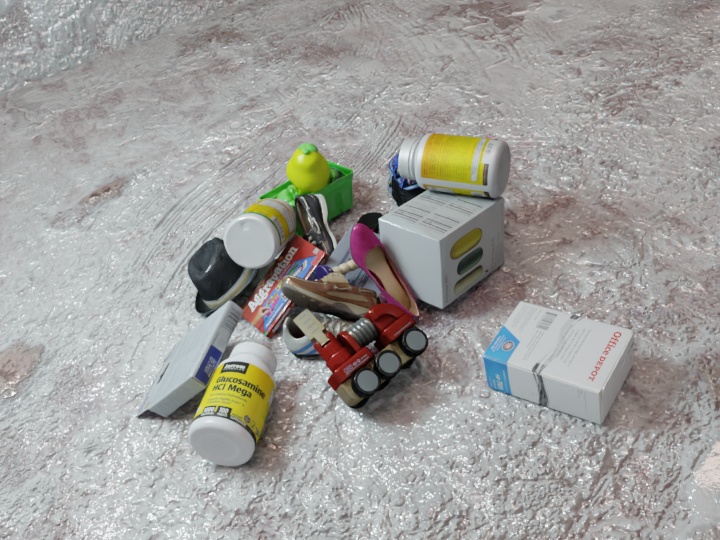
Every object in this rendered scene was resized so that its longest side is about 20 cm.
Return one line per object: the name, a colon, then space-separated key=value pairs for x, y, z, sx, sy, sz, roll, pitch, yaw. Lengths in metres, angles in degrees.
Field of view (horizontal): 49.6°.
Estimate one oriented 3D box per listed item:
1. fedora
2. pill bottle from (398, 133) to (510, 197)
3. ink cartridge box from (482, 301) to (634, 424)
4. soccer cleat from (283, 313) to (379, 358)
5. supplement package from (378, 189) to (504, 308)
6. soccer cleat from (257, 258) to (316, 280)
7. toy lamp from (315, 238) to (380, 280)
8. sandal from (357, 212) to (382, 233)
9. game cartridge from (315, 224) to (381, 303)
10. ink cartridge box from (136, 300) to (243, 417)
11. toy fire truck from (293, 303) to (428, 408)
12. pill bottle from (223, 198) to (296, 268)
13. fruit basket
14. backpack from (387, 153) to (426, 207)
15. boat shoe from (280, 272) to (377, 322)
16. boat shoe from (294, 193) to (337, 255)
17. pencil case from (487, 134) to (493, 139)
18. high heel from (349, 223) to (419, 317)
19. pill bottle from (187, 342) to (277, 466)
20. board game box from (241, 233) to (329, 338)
fedora: x=-0.298 y=-0.006 z=1.626 sx=0.200 sy=0.092 sz=0.201 roll=-27 pitch=32 yaw=19
pill bottle: x=0.178 y=-0.203 z=1.488 sx=0.200 sy=0.109 sz=0.109 roll=10 pitch=44 yaw=24
ink cartridge box: x=0.323 y=0.145 z=1.268 sx=0.200 sy=0.086 sz=0.146 roll=17 pitch=48 yaw=33
soccer cleat: x=-0.049 y=0.117 z=1.432 sx=0.200 sy=0.086 sz=0.070 roll=-5 pitch=38 yaw=13
supplement package: x=0.160 y=-0.055 z=1.502 sx=0.151 sy=0.152 sz=0.200 roll=23 pitch=42 yaw=39
soccer cleat: x=-0.137 y=0.024 z=1.599 sx=0.200 sy=0.069 sz=0.078 roll=11 pitch=47 yaw=26
toy lamp: x=0.009 y=-0.019 z=1.524 sx=0.200 sy=0.058 sz=0.058 roll=-26 pitch=38 yaw=-29
sandal: x=0.000 y=-0.076 z=1.693 sx=0.075 sy=0.045 sz=0.200 roll=0 pitch=40 yaw=18
game cartridge: x=0.000 y=0.000 z=1.564 sx=0.133 sy=0.041 sz=0.200 roll=23 pitch=49 yaw=10
ink cartridge box: x=-0.315 y=0.173 z=1.449 sx=0.200 sy=0.043 sz=0.197 roll=-37 pitch=23 yaw=38
toy fire truck: x=-0.012 y=0.116 z=1.353 sx=0.176 sy=0.129 sz=0.200 roll=-37 pitch=79 yaw=-25
pill bottle: x=-0.197 y=-0.085 z=1.602 sx=0.113 sy=0.113 sz=0.200 roll=-5 pitch=18 yaw=13
fruit basket: x=-0.123 y=-0.201 z=1.759 sx=0.215 sy=0.216 sz=0.155 roll=-33 pitch=33 yaw=-22
backpack: x=0.146 y=-0.219 z=1.755 sx=0.182 sy=0.135 sz=0.200 roll=-19 pitch=35 yaw=-6
boat shoe: x=-0.054 y=0.041 z=1.432 sx=0.076 sy=0.200 sz=0.072 roll=-18 pitch=56 yaw=55
boat shoe: x=-0.094 y=-0.075 z=1.648 sx=0.060 sy=0.074 sz=0.200 roll=-2 pitch=66 yaw=-27
pencil case: x=0.248 y=-0.174 z=1.603 sx=0.087 sy=0.200 sz=0.087 roll=-9 pitch=33 yaw=6
high heel: x=0.050 y=0.000 z=1.443 sx=0.067 sy=0.200 sz=0.096 roll=-41 pitch=30 yaw=-20
pill bottle: x=-0.210 y=0.222 z=1.332 sx=0.112 sy=0.113 sz=0.200 roll=-3 pitch=39 yaw=16
board game box: x=-0.154 y=0.029 z=1.557 sx=0.103 sy=0.019 sz=0.200 roll=32 pitch=85 yaw=41
